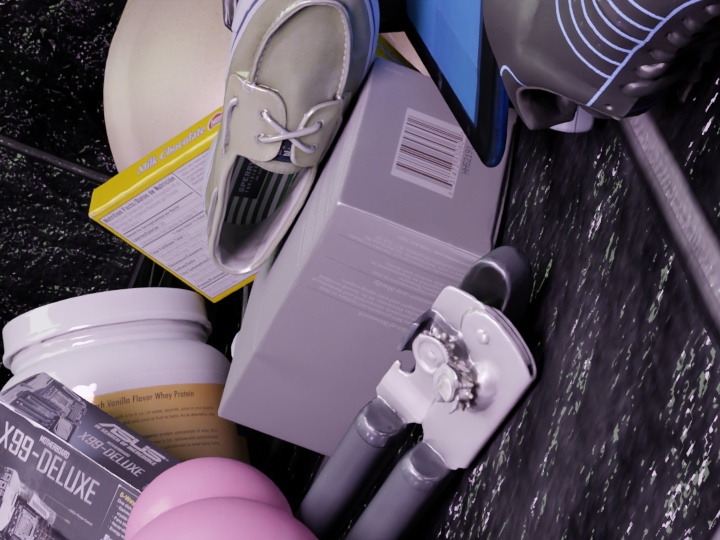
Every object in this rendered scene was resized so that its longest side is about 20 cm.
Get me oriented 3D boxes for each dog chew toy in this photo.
[{"bbox_3d":[-0.056,0.155,0.764,0.201,0.123,0.125,-107,38,-57],"label":"dog chew toy"}]

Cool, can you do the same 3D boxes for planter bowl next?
[{"bbox_3d":[-0.034,-0.103,1.080,0.134,0.200,0.202,-16,49,44],"label":"planter bowl"}]

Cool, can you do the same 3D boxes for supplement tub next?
[{"bbox_3d":[-0.133,0.123,1.042,0.144,0.143,0.202,136,125,-67],"label":"supplement tub"}]

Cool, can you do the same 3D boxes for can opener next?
[{"bbox_3d":[0.026,0.074,0.787,0.066,0.053,0.201,-30,-20,-45],"label":"can opener"}]

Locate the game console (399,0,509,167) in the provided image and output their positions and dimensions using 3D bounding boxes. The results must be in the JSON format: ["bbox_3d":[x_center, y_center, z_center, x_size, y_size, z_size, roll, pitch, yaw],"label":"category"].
[{"bbox_3d":[0.002,-0.164,0.815,0.119,0.170,0.200,-57,24,17],"label":"game console"}]

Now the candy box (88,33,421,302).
[{"bbox_3d":[-0.044,-0.054,0.985,0.199,0.102,0.027,-29,40,29],"label":"candy box"}]

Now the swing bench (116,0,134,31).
[{"bbox_3d":[-0.055,-0.221,1.319,0.200,0.197,0.131,139,150,-70],"label":"swing bench"}]

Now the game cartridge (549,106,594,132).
[{"bbox_3d":[0.076,-0.162,0.802,0.200,0.040,0.134,-112,28,-59],"label":"game cartridge"}]

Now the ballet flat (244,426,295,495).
[{"bbox_3d":[-0.049,0.075,1.096,0.067,0.046,0.201,-18,-45,-56],"label":"ballet flat"}]

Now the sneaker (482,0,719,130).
[{"bbox_3d":[0.108,-0.096,0.633,0.200,0.070,0.079,-2,102,66],"label":"sneaker"}]

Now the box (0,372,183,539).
[{"bbox_3d":[-0.121,0.171,0.913,0.050,0.199,0.159,-29,-33,-64],"label":"box"}]

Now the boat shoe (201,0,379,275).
[{"bbox_3d":[-0.035,-0.075,0.890,0.201,0.071,0.062,111,161,-49],"label":"boat shoe"}]

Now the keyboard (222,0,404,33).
[{"bbox_3d":[0.000,-0.178,0.951,0.039,0.199,0.105,12,106,46],"label":"keyboard"}]

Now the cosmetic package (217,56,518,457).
[{"bbox_3d":[0.000,0.000,0.934,0.200,0.089,0.107,119,168,-51],"label":"cosmetic package"}]
